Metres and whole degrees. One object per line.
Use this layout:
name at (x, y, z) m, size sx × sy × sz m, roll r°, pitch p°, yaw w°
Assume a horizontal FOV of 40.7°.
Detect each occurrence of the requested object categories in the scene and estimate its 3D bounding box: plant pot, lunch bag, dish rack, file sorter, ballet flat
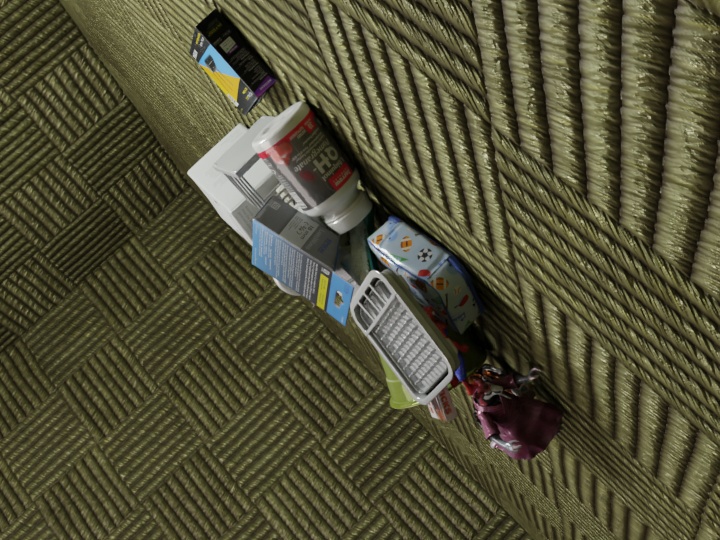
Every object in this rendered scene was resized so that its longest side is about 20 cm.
plant pot at (0.096, 0.113, 1.733) m, size 0.191 × 0.199 × 0.200 m, roll 60°, pitch 169°, yaw -8°
lunch bag at (0.102, 0.006, 1.528) m, size 0.200 × 0.076 × 0.161 m, roll 41°, pitch 171°, yaw 38°
dish rack at (0.072, 0.096, 1.476) m, size 0.201 × 0.043 × 0.172 m, roll 53°, pitch 152°, yaw 12°
file sorter at (-0.166, -0.189, 1.785) m, size 0.125 × 0.139 × 0.200 m, roll 48°, pitch 172°, yaw -21°
ballet flat at (-0.003, -0.032, 1.598) m, size 0.072 × 0.071 × 0.202 m, roll 57°, pitch -158°, yaw -47°

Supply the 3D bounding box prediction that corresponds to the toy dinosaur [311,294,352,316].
toy dinosaur at (-0.022, 0.032, 2.006) m, size 0.180 × 0.106 × 0.200 m, roll -7°, pitch 159°, yaw 29°

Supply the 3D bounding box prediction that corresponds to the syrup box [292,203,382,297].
syrup box at (-0.038, -0.037, 1.685) m, size 0.200 × 0.081 × 0.079 m, roll 48°, pitch -146°, yaw -17°

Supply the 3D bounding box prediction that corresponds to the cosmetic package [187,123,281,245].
cosmetic package at (-0.230, -0.173, 2.080) m, size 0.200 × 0.165 × 0.165 m, roll 40°, pitch 170°, yaw 42°

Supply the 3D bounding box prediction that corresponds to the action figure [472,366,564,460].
action figure at (0.238, 0.220, 1.574) m, size 0.199 × 0.135 × 0.148 m, roll 38°, pitch 167°, yaw -32°

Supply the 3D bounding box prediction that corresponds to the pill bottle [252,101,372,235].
pill bottle at (-0.071, -0.157, 1.537) m, size 0.200 × 0.111 × 0.111 m, roll 51°, pitch 171°, yaw -18°

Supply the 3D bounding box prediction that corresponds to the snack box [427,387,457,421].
snack box at (0.107, 0.150, 1.607) m, size 0.072 × 0.024 × 0.202 m, roll 175°, pitch 75°, yaw -74°

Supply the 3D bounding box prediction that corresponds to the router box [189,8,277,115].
router box at (-0.217, -0.345, 1.631) m, size 0.149 × 0.051 × 0.200 m, roll 48°, pitch 171°, yaw -9°

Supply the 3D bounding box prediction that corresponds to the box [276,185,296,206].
box at (-0.080, -0.108, 1.939) m, size 0.200 × 0.068 × 0.082 m, roll 50°, pitch 173°, yaw -14°

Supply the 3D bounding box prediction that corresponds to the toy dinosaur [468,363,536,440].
toy dinosaur at (0.235, 0.209, 1.733) m, size 0.200 × 0.101 × 0.137 m, roll 44°, pitch 162°, yaw 55°

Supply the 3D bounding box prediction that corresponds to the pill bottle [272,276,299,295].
pill bottle at (-0.128, -0.032, 1.869) m, size 0.110 × 0.109 × 0.200 m, roll 51°, pitch -178°, yaw -21°

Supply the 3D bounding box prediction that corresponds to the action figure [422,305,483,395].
action figure at (0.136, 0.120, 1.527) m, size 0.065 × 0.052 × 0.200 m, roll 30°, pitch 163°, yaw 43°

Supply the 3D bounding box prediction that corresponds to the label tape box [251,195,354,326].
label tape box at (-0.082, -0.015, 1.594) m, size 0.199 × 0.063 × 0.145 m, roll 33°, pitch 152°, yaw 11°
